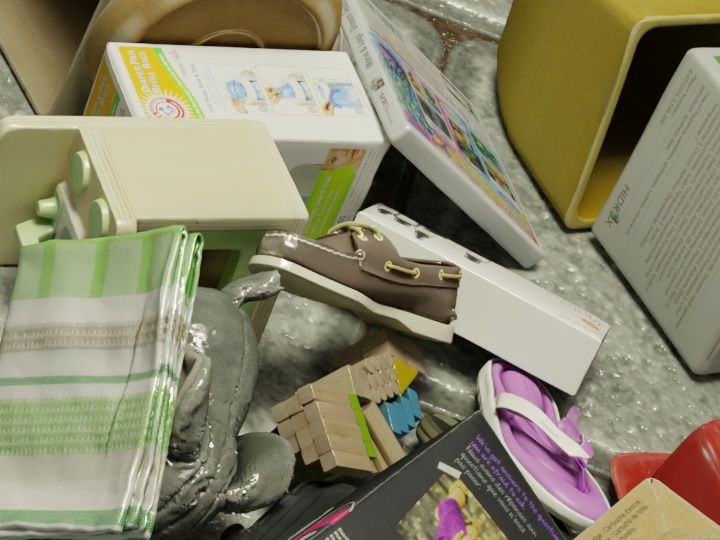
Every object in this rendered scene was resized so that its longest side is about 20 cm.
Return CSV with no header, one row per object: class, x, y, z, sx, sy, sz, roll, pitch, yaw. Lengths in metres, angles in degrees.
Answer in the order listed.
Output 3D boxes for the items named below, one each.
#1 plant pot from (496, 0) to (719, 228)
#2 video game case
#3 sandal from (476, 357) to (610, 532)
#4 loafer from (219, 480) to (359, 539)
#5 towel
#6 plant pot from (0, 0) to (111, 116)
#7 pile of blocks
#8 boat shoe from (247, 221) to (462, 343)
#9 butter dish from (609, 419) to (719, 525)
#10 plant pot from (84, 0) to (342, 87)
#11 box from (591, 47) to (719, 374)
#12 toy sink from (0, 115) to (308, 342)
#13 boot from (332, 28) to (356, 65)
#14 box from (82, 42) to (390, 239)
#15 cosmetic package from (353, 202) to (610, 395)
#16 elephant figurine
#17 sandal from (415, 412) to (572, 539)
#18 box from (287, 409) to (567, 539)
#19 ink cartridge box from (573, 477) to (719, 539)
plant pot,0.220,-0.178,1.995,0.193,0.196,0.200,-6,40,-32
video game case,0.058,-0.113,1.875,0.200,0.024,0.183,41,20,-44
sandal,0.127,0.109,1.673,0.082,0.050,0.203,20,21,-26
loafer,-0.066,0.193,1.510,0.070,0.068,0.200,20,37,32
towel,-0.175,0.071,1.483,0.031,0.148,0.201,35,57,-51
plant pot,-0.170,-0.246,1.878,0.176,0.200,0.200,2,42,-37
pile of blocks,-0.010,0.103,1.641,0.082,0.062,0.200,61,25,-2
boat shoe,0.000,0.000,1.658,0.072,0.060,0.199,11,-7,43
butter dish,0.297,0.166,1.653,0.199,0.148,0.200,7,41,-20
plant pot,-0.105,-0.165,1.801,0.199,0.200,0.028,-1,54,-28
box,0.329,-0.051,1.884,0.198,0.201,0.172,-5,48,-33
toy sink,-0.156,-0.021,1.658,0.199,0.131,0.112,0,43,-28
boot,-0.041,-0.253,1.959,0.073,0.201,0.095,10,20,35
box,-0.098,-0.091,1.783,0.199,0.113,0.102,0,45,-28
cosmetic package,0.083,0.018,1.774,0.199,0.051,0.083,28,13,6
elephant figurine,-0.112,0.111,1.515,0.141,0.156,0.200,6,33,-24
sandal,0.085,0.166,1.623,0.079,0.058,0.201,26,16,-27
box,0.009,0.187,1.430,0.200,0.122,0.106,-32,87,-45
ink cartridge box,0.126,0.241,1.462,0.075,0.165,0.200,36,39,20
